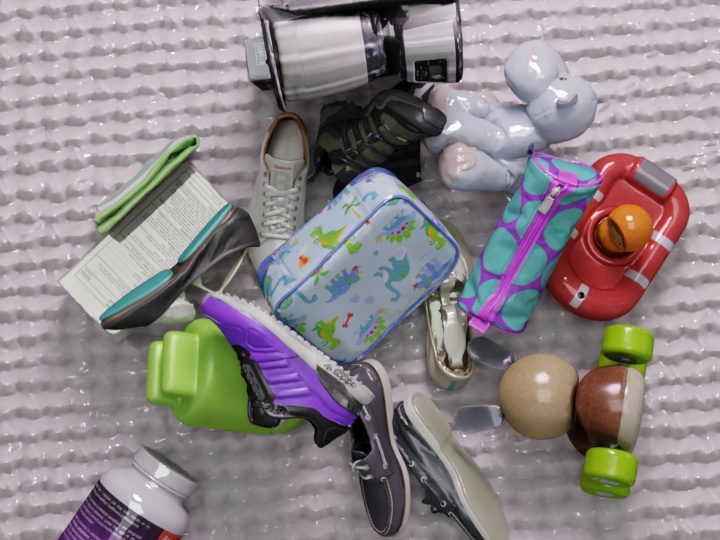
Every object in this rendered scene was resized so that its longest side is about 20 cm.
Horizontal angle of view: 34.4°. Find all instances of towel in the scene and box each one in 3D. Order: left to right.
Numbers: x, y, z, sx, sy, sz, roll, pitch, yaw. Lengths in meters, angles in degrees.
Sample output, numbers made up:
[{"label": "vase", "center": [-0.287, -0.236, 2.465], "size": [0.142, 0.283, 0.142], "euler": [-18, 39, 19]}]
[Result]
[{"label": "towel", "center": [-0.241, -0.102, 1.295], "size": [0.149, 0.200, 0.031], "euler": [-45, 101, -5]}]

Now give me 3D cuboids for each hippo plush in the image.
[{"label": "hippo plush", "center": [0.175, -0.160, 1.284], "size": [0.161, 0.159, 0.200], "euler": [-43, 76, 37]}]

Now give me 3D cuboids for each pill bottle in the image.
[{"label": "pill bottle", "center": [-0.266, 0.297, 1.276], "size": [0.112, 0.112, 0.200], "euler": [34, 84, 6]}]

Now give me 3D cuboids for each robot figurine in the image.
[{"label": "robot figurine", "center": [-0.131, 0.118, 1.272], "size": [0.200, 0.175, 0.116], "euler": [11, 65, -28]}]

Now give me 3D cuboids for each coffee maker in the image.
[{"label": "coffee maker", "center": [-0.002, -0.272, 1.181], "size": [0.199, 0.135, 0.193], "euler": [-9, 94, 0]}]

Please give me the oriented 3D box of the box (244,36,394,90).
[{"label": "box", "center": [-0.025, -0.244, 1.328], "size": [0.199, 0.158, 0.048], "euler": [-7, 95, 0]}]

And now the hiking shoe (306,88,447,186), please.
[{"label": "hiking shoe", "center": [0.018, -0.135, 1.268], "size": [0.076, 0.200, 0.101], "euler": [23, 77, -33]}]

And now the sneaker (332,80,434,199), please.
[{"label": "sneaker", "center": [0.041, -0.137, 1.370], "size": [0.083, 0.072, 0.200], "euler": [34, 82, -22]}]

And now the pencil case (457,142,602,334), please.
[{"label": "pencil case", "center": [0.178, -0.030, 1.248], "size": [0.085, 0.092, 0.200], "euler": [28, 113, 9]}]

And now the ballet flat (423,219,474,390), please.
[{"label": "ballet flat", "center": [0.101, 0.035, 1.329], "size": [0.069, 0.069, 0.201], "euler": [-5, 81, 1]}]

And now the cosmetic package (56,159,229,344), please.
[{"label": "cosmetic package", "center": [-0.236, -0.022, 1.331], "size": [0.200, 0.087, 0.103], "euler": [-43, 96, -6]}]

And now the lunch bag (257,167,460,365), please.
[{"label": "lunch bag", "center": [0.000, 0.000, 1.270], "size": [0.200, 0.161, 0.082], "euler": [-44, 41, 8]}]

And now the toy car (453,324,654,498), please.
[{"label": "toy car", "center": [0.207, 0.143, 1.272], "size": [0.199, 0.158, 0.165], "euler": [9, 72, 11]}]

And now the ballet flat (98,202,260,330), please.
[{"label": "ballet flat", "center": [-0.188, 0.013, 1.262], "size": [0.200, 0.068, 0.068], "euler": [-41, 104, -5]}]

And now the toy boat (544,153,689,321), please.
[{"label": "toy boat", "center": [0.287, -0.040, 1.299], "size": [0.130, 0.131, 0.200], "euler": [34, 83, 2]}]

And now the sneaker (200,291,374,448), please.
[{"label": "sneaker", "center": [-0.091, 0.105, 1.168], "size": [0.200, 0.070, 0.100], "euler": [36, 84, -2]}]

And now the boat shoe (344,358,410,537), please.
[{"label": "boat shoe", "center": [0.004, 0.201, 1.285], "size": [0.063, 0.073, 0.201], "euler": [-10, 93, -40]}]

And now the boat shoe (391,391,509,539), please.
[{"label": "boat shoe", "center": [0.091, 0.235, 1.301], "size": [0.066, 0.074, 0.200], "euler": [-35, 89, 26]}]

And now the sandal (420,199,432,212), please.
[{"label": "sandal", "center": [-0.004, -0.015, 1.346], "size": [0.200, 0.075, 0.048], "euler": [-35, 42, -1]}]

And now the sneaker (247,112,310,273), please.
[{"label": "sneaker", "center": [-0.097, -0.087, 1.346], "size": [0.073, 0.085, 0.201], "euler": [4, 83, 1]}]
